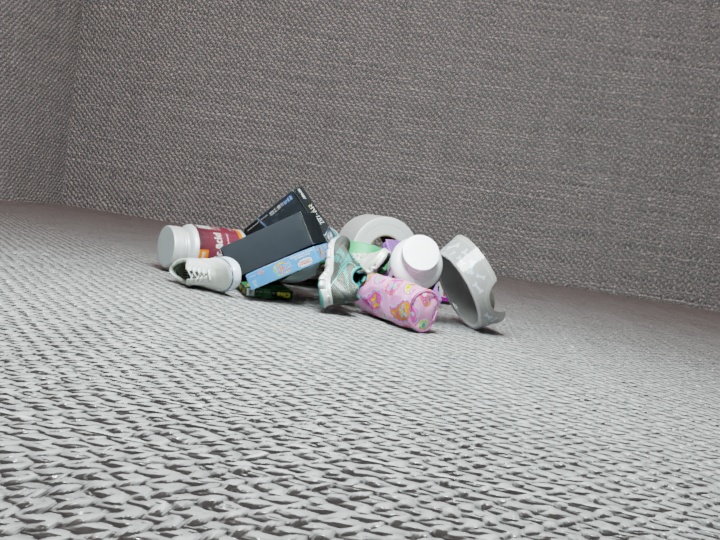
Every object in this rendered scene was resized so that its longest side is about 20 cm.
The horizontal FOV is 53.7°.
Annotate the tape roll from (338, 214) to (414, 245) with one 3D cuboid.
[{"bbox_3d":[0.043,-0.048,1.944,0.198,0.208,0.139,7,4,-22],"label":"tape roll"}]

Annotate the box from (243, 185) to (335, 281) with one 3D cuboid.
[{"bbox_3d":[-0.172,-0.086,1.732,0.198,0.162,0.043,-32,5,34],"label":"box"}]

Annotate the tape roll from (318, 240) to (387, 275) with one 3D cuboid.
[{"bbox_3d":[0.000,0.000,1.670,0.196,0.049,0.201,12,-24,5],"label":"tape roll"}]

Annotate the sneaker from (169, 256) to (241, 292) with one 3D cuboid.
[{"bbox_3d":[-0.318,0.010,1.445,0.070,0.075,0.198,-9,6,-44],"label":"sneaker"}]

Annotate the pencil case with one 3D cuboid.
[{"bbox_3d":[0.069,0.061,1.401,0.086,0.090,0.199,5,4,-35],"label":"pencil case"}]

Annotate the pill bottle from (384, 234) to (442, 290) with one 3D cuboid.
[{"bbox_3d":[0.109,0.006,1.493,0.110,0.115,0.201,8,-25,-4],"label":"pill bottle"}]

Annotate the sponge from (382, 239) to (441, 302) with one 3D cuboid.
[{"bbox_3d":[0.130,0.004,1.820,0.109,0.030,0.202,6,44,-23],"label":"sponge"}]

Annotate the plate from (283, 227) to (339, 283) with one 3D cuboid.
[{"bbox_3d":[-0.137,-0.037,1.853,0.197,0.202,0.026,12,-34,39],"label":"plate"}]

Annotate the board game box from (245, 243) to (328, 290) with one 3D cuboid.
[{"bbox_3d":[-0.143,-0.011,1.480,0.149,0.037,0.200,-22,3,7],"label":"board game box"}]

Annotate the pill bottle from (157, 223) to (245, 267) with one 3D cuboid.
[{"bbox_3d":[-0.380,-0.051,1.718,0.197,0.117,0.113,4,6,-41],"label":"pill bottle"}]

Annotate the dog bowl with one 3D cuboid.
[{"bbox_3d":[0.223,0.030,1.483,0.058,0.203,0.200,-27,14,-12],"label":"dog bowl"}]

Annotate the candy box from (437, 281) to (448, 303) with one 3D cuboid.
[{"bbox_3d":[0.241,0.052,1.988,0.133,0.062,0.200,7,4,-16],"label":"candy box"}]

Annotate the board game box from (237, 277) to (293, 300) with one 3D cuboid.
[{"bbox_3d":[-0.218,0.035,1.549,0.103,0.024,0.200,8,4,-19],"label":"board game box"}]

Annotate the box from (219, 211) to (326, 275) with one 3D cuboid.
[{"bbox_3d":[-0.189,-0.056,1.561,0.197,0.080,0.141,-23,2,9],"label":"box"}]

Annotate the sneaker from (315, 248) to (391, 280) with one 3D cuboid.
[{"bbox_3d":[-0.020,-0.007,1.541,0.198,0.082,0.075,-28,0,33],"label":"sneaker"}]

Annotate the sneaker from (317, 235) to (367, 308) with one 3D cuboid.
[{"bbox_3d":[-0.028,0.003,1.446,0.089,0.079,0.202,-1,41,9],"label":"sneaker"}]

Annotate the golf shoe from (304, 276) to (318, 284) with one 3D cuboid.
[{"bbox_3d":[-0.122,-0.009,1.878,0.076,0.090,0.199,8,6,-29],"label":"golf shoe"}]
